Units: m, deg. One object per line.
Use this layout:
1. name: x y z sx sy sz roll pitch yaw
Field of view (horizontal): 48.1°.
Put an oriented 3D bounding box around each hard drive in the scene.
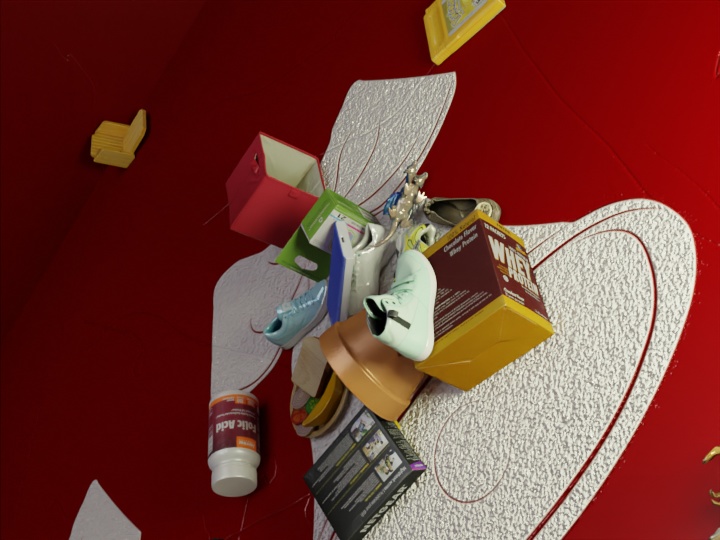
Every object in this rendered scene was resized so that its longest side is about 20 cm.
1. hard drive: -0.042 0.022 1.640 0.133 0.025 0.203 -106 18 -54

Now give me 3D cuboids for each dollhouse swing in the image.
1. dollhouse swing: -0.938 -0.534 3.132 0.202 0.179 0.177 -106 33 -45

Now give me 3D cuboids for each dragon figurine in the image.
1. dragon figurine: 0.082 -0.127 1.637 0.202 0.058 0.099 -62 8 2

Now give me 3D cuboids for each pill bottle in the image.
1. pill bottle: -0.272 0.372 1.739 0.114 0.113 0.203 -37 43 31

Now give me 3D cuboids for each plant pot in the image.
1. plant pot: 0.042 0.141 1.425 0.140 0.199 0.201 -45 38 10

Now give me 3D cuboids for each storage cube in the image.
1. storage cube: -0.204 -0.187 1.945 0.180 0.198 0.173 -48 38 30

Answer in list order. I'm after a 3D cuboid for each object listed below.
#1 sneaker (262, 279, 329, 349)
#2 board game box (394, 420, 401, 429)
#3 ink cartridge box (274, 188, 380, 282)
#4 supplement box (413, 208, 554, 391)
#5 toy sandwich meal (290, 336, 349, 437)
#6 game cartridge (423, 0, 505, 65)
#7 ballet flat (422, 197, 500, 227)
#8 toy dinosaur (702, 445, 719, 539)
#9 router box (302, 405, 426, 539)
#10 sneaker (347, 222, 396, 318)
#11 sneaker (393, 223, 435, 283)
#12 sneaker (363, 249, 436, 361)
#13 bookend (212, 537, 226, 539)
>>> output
1. sneaker: -0.140 0.092 1.777 0.201 0.081 0.074 -50 38 17
2. board game box: -0.007 0.337 1.498 0.201 0.030 0.096 -53 36 10
3. ink cartridge box: -0.065 -0.051 1.716 0.201 0.147 0.076 -52 38 16
4. supplement box: 0.185 0.051 1.344 0.197 0.132 0.202 -39 42 30
5. toy sandwich meal: -0.095 0.235 1.638 0.204 0.070 0.208 -30 47 38
6. game cartridge: 0.223 -0.577 1.783 0.199 0.032 0.179 -35 44 32
7. ballet flat: 0.184 -0.112 1.523 0.199 0.046 0.068 15 81 54
8. toy dinosaur: 0.470 0.235 0.946 0.106 0.060 0.202 43 111 33
9. router box: 0.003 0.356 1.416 0.201 0.051 0.150 -51 56 19
10. sneaker: 0.000 0.000 1.651 0.075 0.088 0.203 12 78 52
11. sneaker: 0.110 -0.007 1.527 0.076 0.075 0.203 -34 45 36
12. sneaker: 0.060 0.035 1.298 0.073 0.117 0.203 -33 44 37
13. bookend: -0.219 0.632 1.526 0.198 0.091 0.202 -6 65 49
